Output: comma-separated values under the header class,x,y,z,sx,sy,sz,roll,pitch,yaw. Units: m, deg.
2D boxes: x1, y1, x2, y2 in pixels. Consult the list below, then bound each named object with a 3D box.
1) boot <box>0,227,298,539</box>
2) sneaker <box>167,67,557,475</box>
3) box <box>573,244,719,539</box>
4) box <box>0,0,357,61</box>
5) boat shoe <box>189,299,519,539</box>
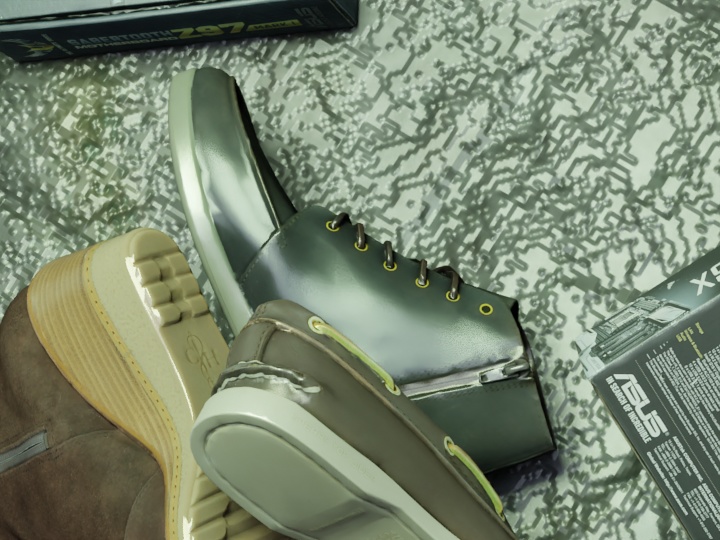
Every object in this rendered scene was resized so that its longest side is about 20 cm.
class,x,y,z,sx,sy,sz,roll,pitch,yaw
boot,-0.094,0.098,0.967,0.166,0.072,0.201,-36,69,44
sneaker,0.000,0.000,0.982,0.106,0.075,0.201,-23,81,6
box,0.191,0.069,0.866,0.157,0.050,0.201,-33,101,7
box,-0.083,-0.196,1.059,0.156,0.051,0.202,-4,76,16
boat shoe,0.021,0.090,0.907,0.072,0.200,0.060,-21,37,41
